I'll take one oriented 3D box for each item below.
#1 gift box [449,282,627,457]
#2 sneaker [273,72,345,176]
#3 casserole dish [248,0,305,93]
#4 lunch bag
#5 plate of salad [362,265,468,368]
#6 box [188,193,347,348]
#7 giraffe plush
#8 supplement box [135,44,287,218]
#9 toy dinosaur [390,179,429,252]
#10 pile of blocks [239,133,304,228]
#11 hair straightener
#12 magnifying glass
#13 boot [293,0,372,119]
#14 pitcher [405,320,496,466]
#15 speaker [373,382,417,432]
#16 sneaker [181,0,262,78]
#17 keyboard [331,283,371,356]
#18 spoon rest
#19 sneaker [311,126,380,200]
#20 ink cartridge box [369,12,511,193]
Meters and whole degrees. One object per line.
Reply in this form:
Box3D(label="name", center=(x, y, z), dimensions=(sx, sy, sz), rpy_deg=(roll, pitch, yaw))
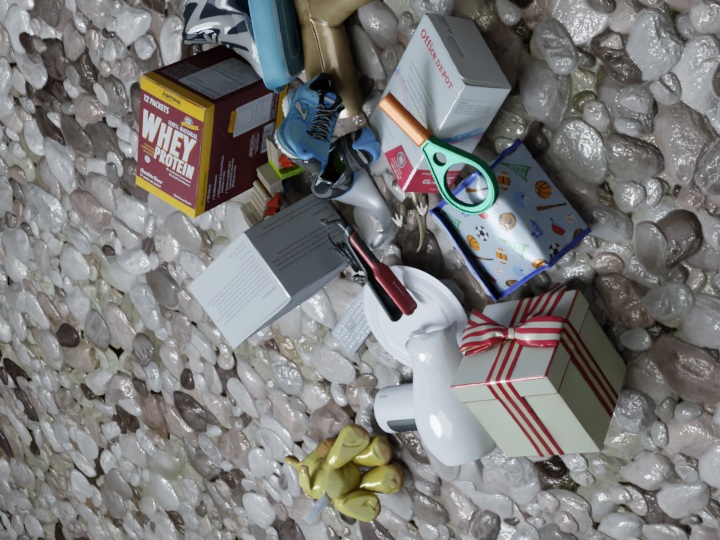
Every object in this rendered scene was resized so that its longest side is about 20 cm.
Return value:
Box3D(label="gift box", center=(0.247, 0.131, 1.534), dimensions=(0.184, 0.200, 0.187), rpy_deg=(-16, 126, 37))
Box3D(label="sneaker", center=(-0.067, -0.216, 1.537), dimensions=(0.078, 0.201, 0.090), rpy_deg=(30, 124, -28))
Box3D(label="casserole dish", center=(-0.120, -0.365, 1.619), dimensions=(0.039, 0.121, 0.201), rpy_deg=(0, 114, 19))
Box3D(label="lunch bag", center=(0.192, -0.057, 1.529), dimensions=(0.170, 0.124, 0.200), rpy_deg=(54, 151, 1))
Box3D(label="plate of salad", center=(0.093, 0.075, 1.725), dimensions=(0.199, 0.048, 0.201), rpy_deg=(21, 131, 26))
Box3D(label="box", center=(-0.136, -0.003, 1.769), dimensions=(0.131, 0.199, 0.200), rpy_deg=(53, 135, 3))
Box3D(label="giraffe plush", center=(-0.045, 0.362, 1.945), dimensions=(0.173, 0.199, 0.162), rpy_deg=(63, 163, -12))
Box3D(label="supplement box", center=(-0.236, -0.225, 1.727), dimensions=(0.132, 0.200, 0.198), rpy_deg=(30, 129, 24))
Box3D(label="toy dinosaur", center=(0.084, -0.103, 1.603), dimensions=(0.058, 0.101, 0.201), rpy_deg=(-2, 114, 19))
Box3D(label="pile of blocks", center=(-0.130, -0.134, 1.758), dimensions=(0.062, 0.082, 0.200), rpy_deg=(53, 133, 33))
Box3D(label="hair straightener", center=(0.000, 0.000, 1.677), dimensions=(0.200, 0.041, 0.077), rpy_deg=(48, 139, -8))
Box3D(label="magnifying glass", center=(0.101, -0.154, 1.425), dimensions=(0.200, 0.022, 0.080), rpy_deg=(44, 133, -1))
Box3D(label="boot", center=(-0.024, -0.324, 1.597), dimensions=(0.175, 0.066, 0.201), rpy_deg=(14, 121, 48))
Box3D(label="pitcher", center=(0.126, 0.181, 1.634), dimensions=(0.172, 0.121, 0.201), rpy_deg=(164, 87, -82))
Box3D(label="speaker", center=(0.120, 0.218, 1.765), dimensions=(0.199, 0.081, 0.082), rpy_deg=(-12, 106, 42))
Box3D(label="sneaker", center=(-0.211, -0.364, 1.698), dimensions=(0.129, 0.079, 0.200), rpy_deg=(-31, 92, 32))
Box3D(label="keyboard", center=(0.009, 0.069, 1.822), dimensions=(0.056, 0.011, 0.200), rpy_deg=(45, 133, 11))
Box3D(label="spoon rest", center=(-0.011, -0.122, 1.710), dimensions=(0.200, 0.060, 0.099), rpy_deg=(55, 135, 20))
Box3D(label="sneaker", center=(-0.039, -0.156, 1.610), dimensions=(0.071, 0.082, 0.200), rpy_deg=(67, 156, 6))
Box3D(label="ink cartridge box", center=(0.105, -0.226, 1.488), dimensions=(0.200, 0.082, 0.146), rpy_deg=(-59, 42, 42))
